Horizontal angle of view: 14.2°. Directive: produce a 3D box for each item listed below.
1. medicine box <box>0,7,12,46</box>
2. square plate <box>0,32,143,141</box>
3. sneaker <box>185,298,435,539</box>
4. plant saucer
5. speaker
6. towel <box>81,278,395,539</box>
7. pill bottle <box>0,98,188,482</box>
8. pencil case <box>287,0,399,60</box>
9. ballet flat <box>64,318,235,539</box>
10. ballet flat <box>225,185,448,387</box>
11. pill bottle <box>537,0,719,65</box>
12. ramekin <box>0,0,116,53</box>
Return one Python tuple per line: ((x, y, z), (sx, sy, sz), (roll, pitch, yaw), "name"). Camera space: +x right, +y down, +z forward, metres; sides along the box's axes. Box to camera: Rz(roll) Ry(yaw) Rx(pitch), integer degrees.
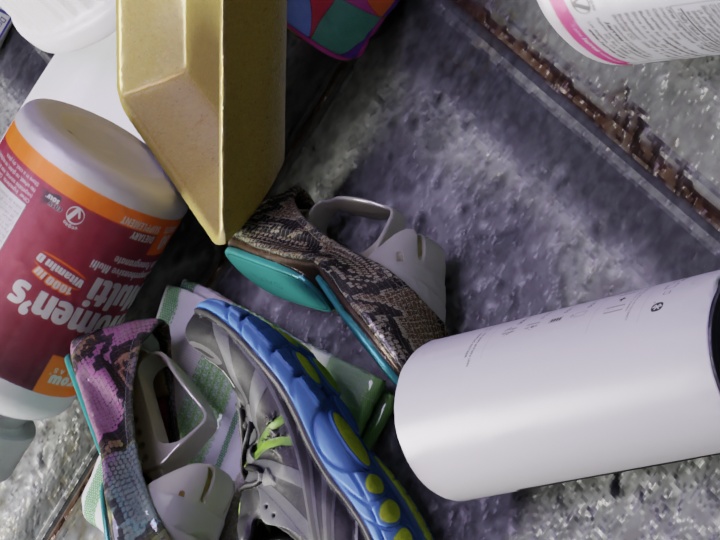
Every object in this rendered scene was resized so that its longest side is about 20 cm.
((-0.357, -0.197, 1.896), (0.103, 0.200, 0.182), (-58, 38, 8), "medicine box")
((-0.143, -0.075, 1.719), (0.200, 0.028, 0.198), (-56, 39, 14), "square plate")
((-0.039, 0.094, 1.437), (0.083, 0.071, 0.200), (-39, 62, 12), "sneaker")
((-0.084, -0.145, 1.556), (0.200, 0.048, 0.200), (-127, 33, -56), "plant saucer")
((0.108, 0.053, 1.309), (0.200, 0.081, 0.081), (-16, 60, 45), "speaker")
((-0.067, 0.099, 1.544), (0.200, 0.031, 0.150), (24, 93, 50), "towel")
((-0.188, 0.013, 1.617), (0.200, 0.109, 0.110), (-59, 38, 13), "pill bottle")
((0.015, -0.213, 1.556), (0.200, 0.088, 0.088), (-58, 38, 13), "pencil case")
((-0.105, 0.103, 1.519), (0.071, 0.069, 0.200), (-28, 52, 14), "ballet flat")
((0.000, 0.000, 1.487), (0.075, 0.068, 0.200), (-46, 36, -6), "ballet flat")
((0.180, -0.157, 1.304), (0.200, 0.113, 0.114), (-3, 69, 49), "pill bottle")
((-0.167, -0.238, 1.742), (0.202, 0.094, 0.203), (-33, 37, 29), "ramekin")
